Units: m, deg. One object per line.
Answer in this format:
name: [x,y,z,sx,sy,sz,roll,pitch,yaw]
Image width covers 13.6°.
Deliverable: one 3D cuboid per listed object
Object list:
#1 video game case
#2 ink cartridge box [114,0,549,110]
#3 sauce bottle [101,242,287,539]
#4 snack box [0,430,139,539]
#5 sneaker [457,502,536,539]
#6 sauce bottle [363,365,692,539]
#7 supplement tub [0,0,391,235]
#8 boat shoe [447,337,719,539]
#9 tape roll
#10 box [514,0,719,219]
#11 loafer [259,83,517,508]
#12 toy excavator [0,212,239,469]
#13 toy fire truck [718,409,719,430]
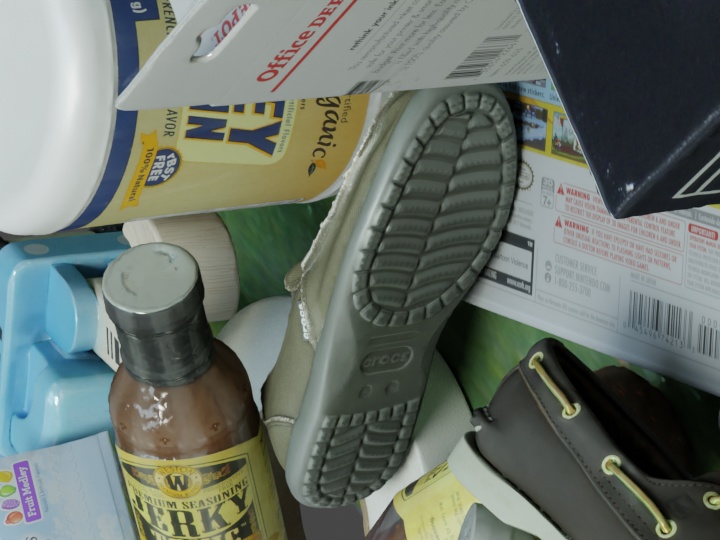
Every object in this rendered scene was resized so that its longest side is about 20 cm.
video game case: [0.099,-0.059,1.163,0.200,0.023,0.183,21,114,53]
ink cartridge box: [0.008,-0.118,1.087,0.116,0.199,0.067,-43,60,50]
sauce bottle: [-0.072,0.072,1.270,0.065,0.064,0.201,45,157,41]
snack box: [-0.113,0.204,1.383,0.169,0.067,0.201,-111,10,-46]
sneaker: [0.078,0.170,1.152,0.201,0.115,0.074,97,-171,-46]
sauce bottle: [0.043,0.106,1.204,0.200,0.066,0.066,-34,68,36]
supplement tub: [-0.069,-0.095,1.239,0.144,0.199,0.145,16,110,53]
boat shoe: [0.110,0.093,1.053,0.201,0.072,0.061,38,101,40]
tape roll: [-0.012,0.108,1.343,0.202,0.037,0.204,15,109,54]
box: [0.175,-0.122,0.886,0.200,0.197,0.124,-48,56,48]
loafer: [0.000,0.000,1.224,0.070,0.075,0.201,45,123,41]
toy excavator: [-0.115,0.034,1.401,0.200,0.099,0.196,43,132,51]
toy fire truck: [0.188,0.054,1.033,0.141,0.049,0.201,30,121,49]
